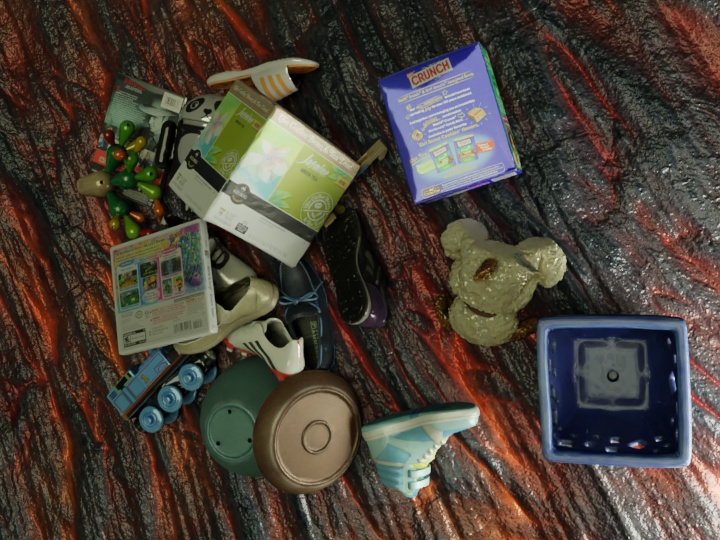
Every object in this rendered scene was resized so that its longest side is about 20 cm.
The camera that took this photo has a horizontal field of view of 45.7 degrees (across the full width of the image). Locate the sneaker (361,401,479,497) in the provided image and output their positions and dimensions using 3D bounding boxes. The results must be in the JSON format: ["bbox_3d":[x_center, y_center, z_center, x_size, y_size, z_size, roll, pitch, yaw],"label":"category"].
[{"bbox_3d":[0.107,0.285,1.347,0.198,0.079,0.132,-17,86,25],"label":"sneaker"}]

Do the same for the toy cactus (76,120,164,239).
[{"bbox_3d":[-0.418,-0.148,1.456,0.163,0.102,0.203,-5,101,26],"label":"toy cactus"}]

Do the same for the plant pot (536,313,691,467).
[{"bbox_3d":[0.357,0.157,1.216,0.197,0.180,0.203,-2,92,15],"label":"plant pot"}]

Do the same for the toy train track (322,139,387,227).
[{"bbox_3d":[-0.029,-0.127,1.379,0.200,0.032,0.115,-44,40,8],"label":"toy train track"}]

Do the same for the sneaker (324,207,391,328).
[{"bbox_3d":[0.000,0.000,1.374,0.075,0.087,0.203,-24,62,34],"label":"sneaker"}]

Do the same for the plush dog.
[{"bbox_3d":[0.196,0.038,1.288,0.197,0.161,0.174,14,123,16],"label":"plush dog"}]

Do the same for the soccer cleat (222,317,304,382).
[{"bbox_3d":[-0.164,0.107,1.396,0.199,0.068,0.086,29,120,36],"label":"soccer cleat"}]

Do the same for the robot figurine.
[{"bbox_3d":[-0.245,-0.186,1.399,0.124,0.149,0.203,17,99,52],"label":"robot figurine"}]

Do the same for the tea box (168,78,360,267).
[{"bbox_3d":[-0.144,-0.146,1.308,0.133,0.199,0.198,38,97,45],"label":"tea box"}]

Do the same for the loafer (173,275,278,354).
[{"bbox_3d":[-0.229,0.064,1.380,0.198,0.068,0.076,-31,42,9],"label":"loafer"}]

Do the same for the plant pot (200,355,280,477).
[{"bbox_3d":[-0.184,0.250,1.397,0.197,0.135,0.203,1,93,16],"label":"plant pot"}]

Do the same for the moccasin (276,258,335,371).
[{"bbox_3d":[-0.086,0.070,1.395,0.080,0.068,0.202,-22,87,15],"label":"moccasin"}]

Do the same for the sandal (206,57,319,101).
[{"bbox_3d":[-0.156,-0.303,1.399,0.204,0.079,0.060,-6,92,25],"label":"sandal"}]

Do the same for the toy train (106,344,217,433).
[{"bbox_3d":[-0.334,0.187,1.459,0.114,0.087,0.200,46,103,6],"label":"toy train"}]

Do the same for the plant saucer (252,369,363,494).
[{"bbox_3d":[-0.074,0.260,1.351,0.034,0.198,0.204,14,98,59],"label":"plant saucer"}]

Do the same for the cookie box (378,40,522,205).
[{"bbox_3d":[0.139,-0.223,1.314,0.169,0.075,0.203,-17,88,16],"label":"cookie box"}]

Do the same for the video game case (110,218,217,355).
[{"bbox_3d":[-0.322,0.029,1.384,0.198,0.024,0.185,-14,77,28],"label":"video game case"}]

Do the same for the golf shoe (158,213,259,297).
[{"bbox_3d":[-0.257,-0.026,1.418,0.198,0.095,0.078,26,55,11],"label":"golf shoe"}]

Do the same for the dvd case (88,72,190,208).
[{"bbox_3d":[-0.389,-0.227,1.493,0.144,0.022,0.203,20,99,14],"label":"dvd case"}]
